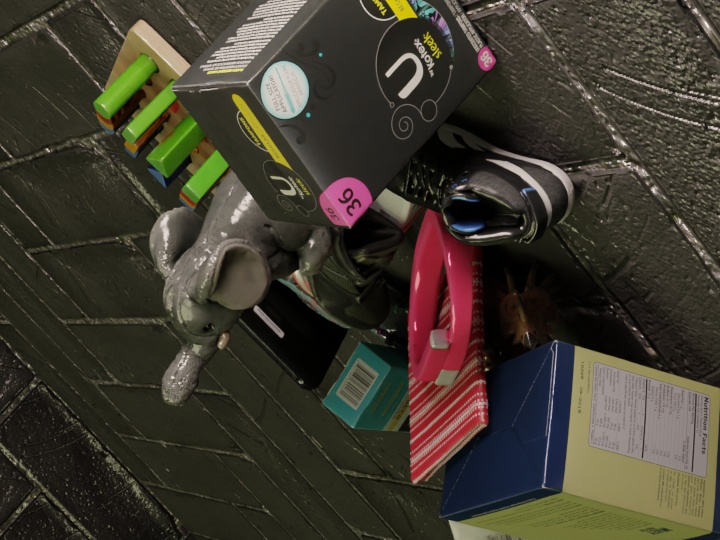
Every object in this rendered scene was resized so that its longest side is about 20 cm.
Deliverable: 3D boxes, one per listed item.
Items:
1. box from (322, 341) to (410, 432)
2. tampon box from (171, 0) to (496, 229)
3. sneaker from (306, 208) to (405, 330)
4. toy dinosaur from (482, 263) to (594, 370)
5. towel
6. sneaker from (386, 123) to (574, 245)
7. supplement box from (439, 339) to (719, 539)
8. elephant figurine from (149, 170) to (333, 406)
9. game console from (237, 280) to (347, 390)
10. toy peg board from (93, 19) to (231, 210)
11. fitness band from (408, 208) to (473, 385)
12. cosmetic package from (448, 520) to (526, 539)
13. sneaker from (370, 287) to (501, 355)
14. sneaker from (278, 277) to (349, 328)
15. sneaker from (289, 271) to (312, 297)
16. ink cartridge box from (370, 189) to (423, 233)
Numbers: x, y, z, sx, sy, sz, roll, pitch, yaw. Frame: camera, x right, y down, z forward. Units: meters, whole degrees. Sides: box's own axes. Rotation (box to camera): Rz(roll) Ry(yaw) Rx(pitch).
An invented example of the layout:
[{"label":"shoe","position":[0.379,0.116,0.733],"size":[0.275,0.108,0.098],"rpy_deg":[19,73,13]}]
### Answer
[{"label":"box","position":[0.038,0.133,1.744],"size":[0.049,0.083,0.199],"rpy_deg":[36,-171,25]},{"label":"tampon box","position":[-0.020,-0.158,1.263],"size":[0.126,0.200,0.150],"rpy_deg":[7,141,54]},{"label":"sneaker","position":[0.000,0.000,1.559],"size":[0.114,0.076,0.201],"rpy_deg":[29,151,42]},{"label":"toy dinosaur","position":[0.143,0.044,1.530],"size":[0.199,0.086,0.136],"rpy_deg":[27,153,49]},{"label":"towel","position":[0.086,0.090,1.519],"size":[0.022,0.202,0.145],"rpy_deg":[14,144,-20]},{"label":"sneaker","position":[0.075,-0.075,1.344],"size":[0.198,0.112,0.074],"rpy_deg":[14,113,28]},{"label":"supplement box","position":[0.210,0.173,1.452],"size":[0.198,0.136,0.200],"rpy_deg":[16,159,-20]},{"label":"elephant figurine","position":[-0.131,0.000,1.458],"size":[0.156,0.199,0.141],"rpy_deg":[52,152,-1]},{"label":"game console","position":[-0.119,0.034,1.879],"size":[0.200,0.177,0.116],"rpy_deg":[45,136,-19]},{"label":"toy peg board","position":[-0.223,-0.148,1.764],"size":[0.200,0.098,0.199],"rpy_deg":[44,158,-4]},{"label":"fitness band","position":[0.072,0.024,1.453],"size":[0.037,0.146,0.200],"rpy_deg":[0,157,-7]},{"label":"cosmetic package","position":[0.162,0.238,1.652],"size":[0.106,0.200,0.086],"rpy_deg":[-14,108,14]},{"label":"sneaker","position":[0.082,0.055,1.703],"size":[0.199,0.074,0.088],"rpy_deg":[37,129,21]},{"label":"sneaker","position":[-0.070,0.002,1.811],"size":[0.200,0.079,0.096],"rpy_deg":[42,163,7]},{"label":"sneaker","position":[-0.036,-0.036,1.674],"size":[0.086,0.074,0.202],"rpy_deg":[12,136,38]},{"label":"ink cartridge box","position":[0.014,-0.093,1.531],"size":[0.108,0.050,0.200],"rpy_deg":[36,158,9]}]
